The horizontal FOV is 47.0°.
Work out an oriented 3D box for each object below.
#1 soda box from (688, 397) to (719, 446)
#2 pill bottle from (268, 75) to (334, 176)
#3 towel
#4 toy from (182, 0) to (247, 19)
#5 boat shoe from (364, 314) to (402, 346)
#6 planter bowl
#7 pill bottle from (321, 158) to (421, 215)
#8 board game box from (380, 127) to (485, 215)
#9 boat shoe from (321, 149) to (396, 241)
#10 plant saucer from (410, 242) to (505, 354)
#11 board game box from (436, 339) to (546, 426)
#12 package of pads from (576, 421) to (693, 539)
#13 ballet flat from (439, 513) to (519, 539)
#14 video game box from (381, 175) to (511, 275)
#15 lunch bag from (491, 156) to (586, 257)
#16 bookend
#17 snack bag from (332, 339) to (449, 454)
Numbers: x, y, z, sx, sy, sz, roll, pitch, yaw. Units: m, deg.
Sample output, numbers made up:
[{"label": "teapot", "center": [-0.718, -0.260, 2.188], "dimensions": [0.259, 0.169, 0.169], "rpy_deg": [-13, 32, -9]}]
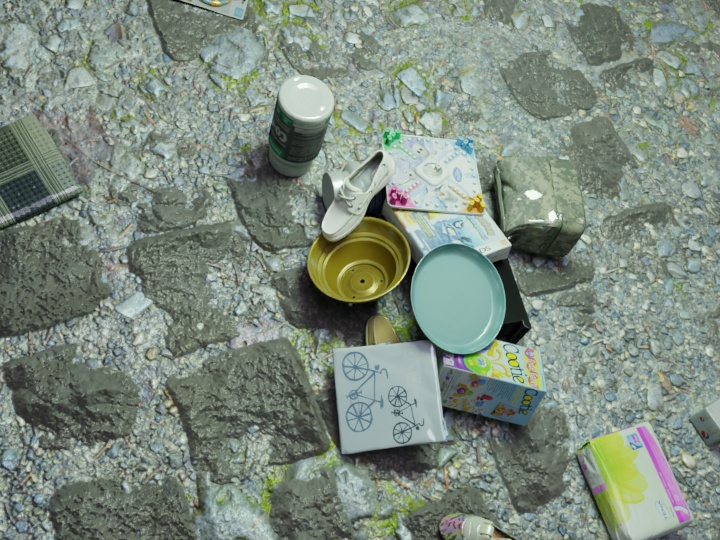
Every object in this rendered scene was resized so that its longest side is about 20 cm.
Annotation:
[{"label": "soda box", "center": [0.766, 0.276, 1.679], "dimensions": [0.198, 0.064, 0.069], "rpy_deg": [-23, 70, -25]}, {"label": "pill bottle", "center": [-0.124, -0.283, 1.658], "dimensions": [0.111, 0.201, 0.115], "rpy_deg": [6, 60, -11]}, {"label": "towel", "center": [-0.656, -0.185, 1.565], "dimensions": [0.191, 0.035, 0.201], "rpy_deg": [-29, 75, -24]}, {"label": "toy", "center": [-0.351, -0.654, 1.885], "dimensions": [0.197, 0.047, 0.117], "rpy_deg": [13, 61, -7]}, {"label": "boat shoe", "center": [0.062, 0.166, 1.539], "dimensions": [0.071, 0.076, 0.203], "rpy_deg": [-9, 65, -19]}, {"label": "planter bowl", "center": [0.000, 0.000, 1.593], "dimensions": [0.197, 0.084, 0.203], "rpy_deg": [-3, 53, 4]}, {"label": "pill bottle", "center": [0.026, -0.171, 1.690], "dimensions": [0.197, 0.111, 0.112], "rpy_deg": [-9, 65, -20]}, {"label": "board game box", "center": [0.145, -0.201, 1.654], "dimensions": [0.197, 0.026, 0.202], "rpy_deg": [5, 53, -11]}, {"label": "boat shoe", "center": [-0.014, -0.149, 1.578], "dimensions": [0.070, 0.069, 0.201], "rpy_deg": [35, 88, 24]}, {"label": "plant saucer", "center": [0.174, 0.052, 1.506], "dimensions": [0.197, 0.027, 0.204], "rpy_deg": [5, 78, -23]}, {"label": "board game box", "center": [0.230, 0.196, 1.539], "dimensions": [0.197, 0.106, 0.104], "rpy_deg": [15, 39, -7]}, {"label": "package of pads", "center": [0.505, 0.399, 1.539], "dimensions": [0.152, 0.068, 0.202], "rpy_deg": [-11, 65, -21]}, {"label": "ballet flat", "center": [0.234, 0.469, 1.426], "dimensions": [0.198, 0.071, 0.070], "rpy_deg": [26, 60, 0]}, {"label": "video game box", "center": [0.167, -0.082, 1.614], "dimensions": [0.180, 0.047, 0.201], "rpy_deg": [-18, 59, -25]}, {"label": "lunch bag", "center": [0.367, -0.141, 1.750], "dimensions": [0.165, 0.140, 0.203], "rpy_deg": [7, 60, -12]}, {"label": "bookend", "center": [0.205, 0.054, 1.629], "dimensions": [0.196, 0.092, 0.203], "rpy_deg": [-9, 66, -18]}, {"label": "snack bag", "center": [0.051, 0.220, 1.476], "dimensions": [0.197, 0.021, 0.192], "rpy_deg": [-9, 75, 8]}]
